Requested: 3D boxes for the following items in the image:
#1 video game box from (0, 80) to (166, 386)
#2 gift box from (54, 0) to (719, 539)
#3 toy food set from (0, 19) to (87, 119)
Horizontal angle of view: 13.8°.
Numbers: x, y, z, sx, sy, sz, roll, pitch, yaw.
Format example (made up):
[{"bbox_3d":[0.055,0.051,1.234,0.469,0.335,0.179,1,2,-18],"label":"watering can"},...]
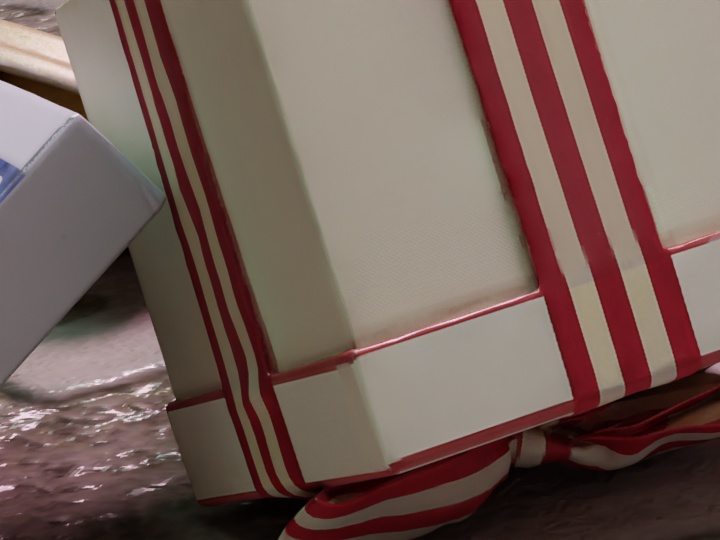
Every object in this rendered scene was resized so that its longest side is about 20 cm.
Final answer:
[{"bbox_3d":[-0.167,0.023,0.904,0.200,0.047,0.182,-49,24,-9],"label":"video game box"},{"bbox_3d":[0.030,-0.023,0.886,0.184,0.187,0.200,-17,-2,-18],"label":"gift box"},{"bbox_3d":[-0.114,-0.057,1.193,0.200,0.049,0.198,17,-5,33],"label":"toy food set"}]
